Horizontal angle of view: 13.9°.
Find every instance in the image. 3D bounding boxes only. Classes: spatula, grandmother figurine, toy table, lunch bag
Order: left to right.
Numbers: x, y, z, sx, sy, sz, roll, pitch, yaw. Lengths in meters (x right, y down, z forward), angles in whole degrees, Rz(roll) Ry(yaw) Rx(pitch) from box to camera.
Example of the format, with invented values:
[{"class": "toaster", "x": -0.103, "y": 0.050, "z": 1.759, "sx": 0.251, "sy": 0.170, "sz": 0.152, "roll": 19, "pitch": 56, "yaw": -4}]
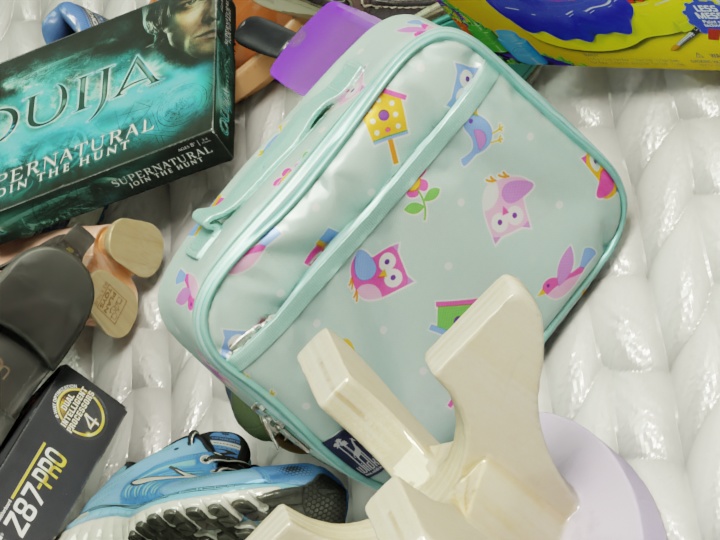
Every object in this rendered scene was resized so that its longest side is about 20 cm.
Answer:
[{"class": "grandmother figurine", "x": -0.209, "y": 0.009, "z": 1.717, "sx": 0.200, "sy": 0.061, "sz": 0.121, "roll": 1, "pitch": 50, "yaw": 41}, {"class": "spatula", "x": -0.038, "y": -0.124, "z": 1.615, "sx": 0.057, "sy": 0.021, "sz": 0.200, "roll": -49, "pitch": 17, "yaw": -6}, {"class": "lunch bag", "x": 0.012, "y": -0.007, "z": 1.344, "sx": 0.200, "sy": 0.160, "sz": 0.077, "roll": -51, "pitch": 28, "yaw": -5}, {"class": "toy table", "x": 0.039, "y": 0.102, "z": 1.230, "sx": 0.184, "sy": 0.117, "sz": 0.200, "roll": -52, "pitch": 27, "yaw": -1}]

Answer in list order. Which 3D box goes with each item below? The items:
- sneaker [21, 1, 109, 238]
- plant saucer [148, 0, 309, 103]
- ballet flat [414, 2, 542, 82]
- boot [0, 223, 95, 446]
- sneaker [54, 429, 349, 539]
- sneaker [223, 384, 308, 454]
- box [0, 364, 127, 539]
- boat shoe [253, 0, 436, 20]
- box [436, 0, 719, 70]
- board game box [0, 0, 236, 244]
[{"class": "sneaker", "x": -0.196, "y": -0.079, "z": 1.810, "sx": 0.077, "sy": 0.085, "sz": 0.200, "roll": -19, "pitch": 43, "yaw": 45}, {"class": "plant saucer", "x": -0.059, "y": -0.172, "z": 1.776, "sx": 0.200, "sy": 0.032, "sz": 0.201, "roll": -35, "pitch": 33, "yaw": 27}, {"class": "ballet flat", "x": 0.022, "y": -0.095, "z": 1.538, "sx": 0.200, "sy": 0.067, "sz": 0.062, "roll": -36, "pitch": 22, "yaw": 25}, {"class": "boot", "x": -0.206, "y": 0.056, "z": 1.559, "sx": 0.200, "sy": 0.069, "sz": 0.174, "roll": -45, "pitch": 7, "yaw": -5}, {"class": "sneaker", "x": -0.076, "y": 0.109, "z": 1.431, "sx": 0.200, "sy": 0.078, "sz": 0.090, "roll": -13, "pitch": 43, "yaw": 49}, {"class": "sneaker", "x": 0.000, "y": 0.000, "z": 1.454, "sx": 0.200, "sy": 0.067, "sz": 0.090, "roll": -54, "pitch": 20, "yaw": -13}, {"class": "box", "x": -0.212, "y": 0.157, "z": 1.524, "sx": 0.200, "sy": 0.049, "sz": 0.161, "roll": -43, "pitch": 15, "yaw": 43}, {"class": "boat shoe", "x": -0.006, "y": -0.173, "z": 1.630, "sx": 0.200, "sy": 0.065, "sz": 0.072, "roll": 17, "pitch": 73, "yaw": 44}, {"class": "box", "x": 0.109, "y": -0.195, "z": 1.351, "sx": 0.200, "sy": 0.193, "sz": 0.122, "roll": 5, "pitch": 60, "yaw": 44}, {"class": "board game box", "x": -0.166, "y": -0.085, "z": 1.709, "sx": 0.200, "sy": 0.028, "sz": 0.135, "roll": -20, "pitch": 43, "yaw": 17}]
